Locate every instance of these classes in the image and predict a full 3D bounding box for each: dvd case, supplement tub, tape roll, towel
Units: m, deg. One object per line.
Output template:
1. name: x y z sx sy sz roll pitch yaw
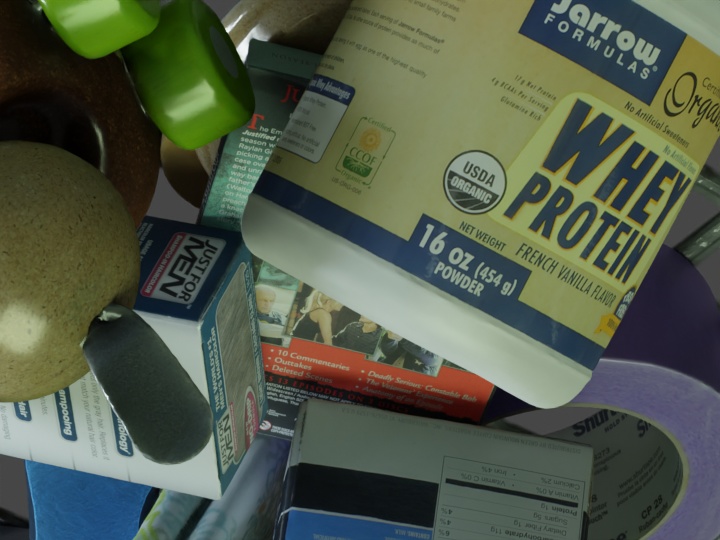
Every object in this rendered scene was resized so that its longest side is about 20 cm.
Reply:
1. dvd case: 0.000 0.000 1.250 0.146 0.022 0.200 13 133 -7
2. supplement tub: 0.060 -0.066 1.109 0.144 0.144 0.200 28 90 -36
3. tape roll: 0.079 0.072 1.408 0.199 0.085 0.200 -6 139 -5
4. towel: -0.085 0.159 1.402 0.048 0.200 0.171 22 140 12

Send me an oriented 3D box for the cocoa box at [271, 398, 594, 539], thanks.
1. cocoa box: 0.020 0.168 1.319 0.133 0.132 0.200 9 148 -1

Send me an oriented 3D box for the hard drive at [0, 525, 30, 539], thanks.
1. hard drive: -0.233 0.175 1.496 0.199 0.042 0.135 2 139 -14

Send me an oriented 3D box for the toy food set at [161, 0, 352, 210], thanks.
1. toy food set: 0.025 -0.075 1.251 0.197 0.049 0.200 5 137 -18

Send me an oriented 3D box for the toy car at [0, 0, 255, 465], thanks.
1. toy car: -0.118 -0.001 1.077 0.164 0.200 0.158 -26 150 13

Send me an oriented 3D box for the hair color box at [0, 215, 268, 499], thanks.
1. hair color box: -0.143 0.023 1.252 0.199 0.061 0.100 11 133 17

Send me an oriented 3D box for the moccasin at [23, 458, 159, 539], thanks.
1. moccasin: -0.126 0.075 1.385 0.080 0.068 0.200 10 135 -11
